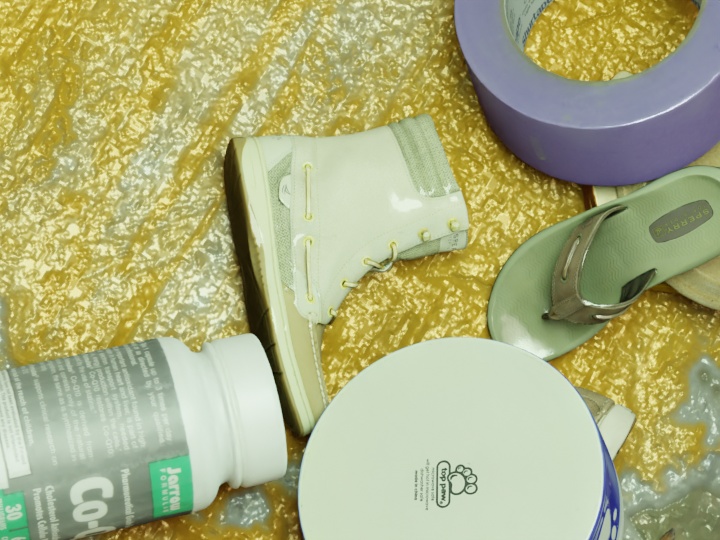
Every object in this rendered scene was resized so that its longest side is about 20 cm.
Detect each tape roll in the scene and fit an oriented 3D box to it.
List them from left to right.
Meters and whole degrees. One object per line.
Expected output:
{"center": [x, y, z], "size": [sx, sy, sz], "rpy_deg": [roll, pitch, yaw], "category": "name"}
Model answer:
{"center": [0.166, -0.163, 1.372], "size": [0.199, 0.085, 0.201], "rpy_deg": [-5, 65, 12], "category": "tape roll"}

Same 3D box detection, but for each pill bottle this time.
{"center": [-0.153, 0.105, 1.289], "size": [0.199, 0.113, 0.114], "rpy_deg": [-12, 84, -13], "category": "pill bottle"}

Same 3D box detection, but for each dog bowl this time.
{"center": [0.063, 0.146, 1.300], "size": [0.199, 0.079, 0.201], "rpy_deg": [-6, 62, 12], "category": "dog bowl"}

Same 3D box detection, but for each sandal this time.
{"center": [0.162, -0.005, 1.361], "size": [0.201, 0.057, 0.080], "rpy_deg": [-35, 93, 25], "category": "sandal"}

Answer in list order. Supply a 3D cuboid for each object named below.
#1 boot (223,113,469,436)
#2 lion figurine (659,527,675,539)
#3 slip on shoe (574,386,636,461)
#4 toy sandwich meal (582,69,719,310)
{"center": [0.000, 0.000, 1.362], "size": [0.154, 0.072, 0.201], "rpy_deg": [-9, 83, -16], "category": "boot"}
{"center": [0.151, 0.262, 1.360], "size": [0.122, 0.073, 0.201], "rpy_deg": [6, 65, -1], "category": "lion figurine"}
{"center": [0.112, 0.166, 1.358], "size": [0.060, 0.076, 0.201], "rpy_deg": [28, 77, 8], "category": "slip on shoe"}
{"center": [0.249, -0.060, 1.428], "size": [0.204, 0.070, 0.207], "rpy_deg": [2, 82, -15], "category": "toy sandwich meal"}
